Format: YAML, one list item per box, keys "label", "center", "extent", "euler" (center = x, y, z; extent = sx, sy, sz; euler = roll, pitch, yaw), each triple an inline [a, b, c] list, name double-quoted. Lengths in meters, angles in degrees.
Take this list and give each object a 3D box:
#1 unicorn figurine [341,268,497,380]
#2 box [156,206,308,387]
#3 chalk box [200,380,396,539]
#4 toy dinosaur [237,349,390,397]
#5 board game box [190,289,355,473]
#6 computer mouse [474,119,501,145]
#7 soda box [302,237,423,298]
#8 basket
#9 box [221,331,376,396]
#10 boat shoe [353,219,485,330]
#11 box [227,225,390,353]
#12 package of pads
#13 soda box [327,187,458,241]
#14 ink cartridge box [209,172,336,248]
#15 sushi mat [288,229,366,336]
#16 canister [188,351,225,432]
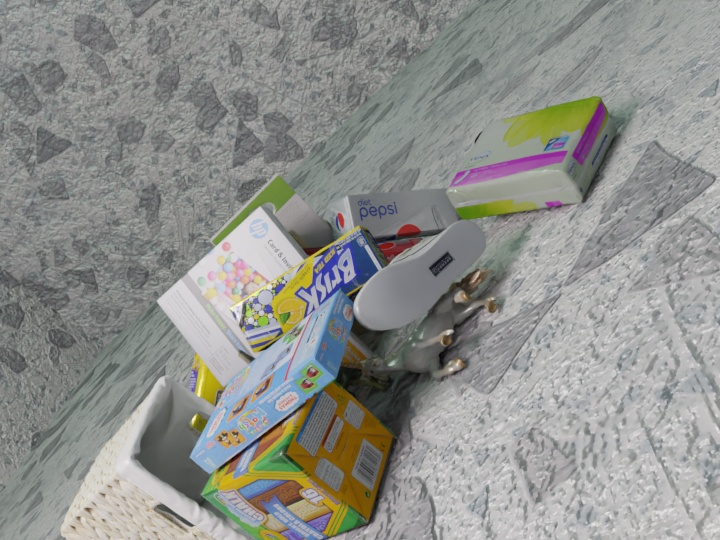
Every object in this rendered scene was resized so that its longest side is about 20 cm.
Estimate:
- label: "unicorn figurine"
  center: [0.081, 0.081, 0.897]
  extent: [0.200, 0.074, 0.137]
  euler: [-36, 9, -29]
- label: "box"
  center: [-0.156, 0.036, 1.018]
  extent: [0.200, 0.156, 0.041]
  euler: [-40, -8, 8]
- label: "chalk box"
  center: [-0.082, 0.225, 0.837]
  extent: [0.200, 0.124, 0.125]
  euler: [-34, 19, 36]
- label: "toy dinosaur"
  center: [-0.063, 0.156, 0.966]
  extent: [0.047, 0.200, 0.088]
  euler: [96, 180, -84]
- label: "board game box"
  center: [-0.095, 0.122, 0.838]
  extent: [0.200, 0.037, 0.151]
  euler: [-39, 15, 23]
- label: "computer mouse"
  center: [0.231, -0.174, 1.163]
  extent: [0.140, 0.046, 0.200]
  euler: [-46, 27, -10]
- label: "soda box"
  center: [0.000, 0.000, 1.075]
  extent: [0.200, 0.070, 0.063]
  euler: [-5, 15, -7]
- label: "basket"
  center: [-0.248, 0.288, 0.981]
  extent: [0.161, 0.198, 0.200]
  euler: [-46, 16, 16]
- label: "box"
  center: [-0.086, 0.153, 1.045]
  extent: [0.200, 0.112, 0.101]
  euler: [-45, 16, -2]
- label: "boat shoe"
  center: [0.064, 0.007, 0.895]
  extent: [0.200, 0.072, 0.066]
  euler: [-41, 6, -26]
- label: "box"
  center: [-0.061, 0.025, 0.946]
  extent: [0.200, 0.070, 0.064]
  euler: [-32, -6, 10]
- label: "package of pads"
  center: [0.228, -0.151, 1.005]
  extent: [0.200, 0.068, 0.155]
  euler: [-5, 44, 48]
- label: "soda box"
  center: [0.053, -0.083, 1.146]
  extent: [0.200, 0.068, 0.063]
  euler: [-8, -7, -33]
- label: "ink cartridge box"
  center: [-0.113, -0.033, 1.143]
  extent: [0.148, 0.200, 0.076]
  euler: [-45, 20, -3]
- label: "sushi mat"
  center: [-0.068, 0.037, 1.116]
  extent: [0.096, 0.200, 0.012]
  euler: [-44, 18, 3]
- label: "canister"
  center: [-0.231, 0.184, 1.195]
  extent: [0.149, 0.086, 0.200]
  euler: [117, 161, -74]
